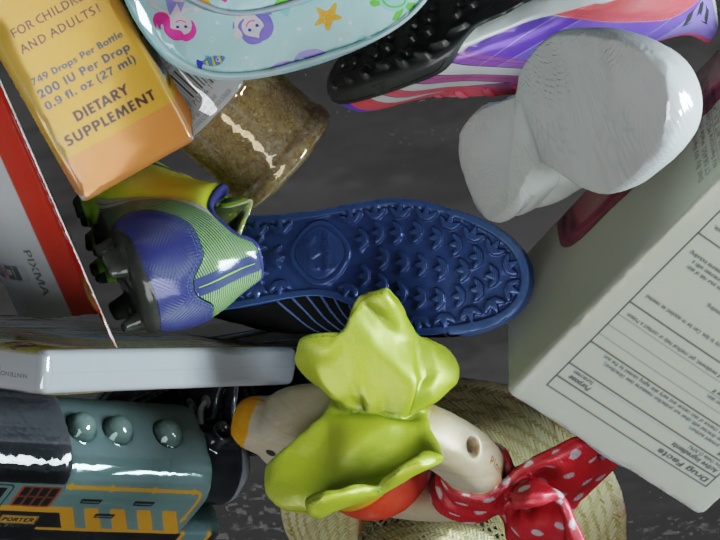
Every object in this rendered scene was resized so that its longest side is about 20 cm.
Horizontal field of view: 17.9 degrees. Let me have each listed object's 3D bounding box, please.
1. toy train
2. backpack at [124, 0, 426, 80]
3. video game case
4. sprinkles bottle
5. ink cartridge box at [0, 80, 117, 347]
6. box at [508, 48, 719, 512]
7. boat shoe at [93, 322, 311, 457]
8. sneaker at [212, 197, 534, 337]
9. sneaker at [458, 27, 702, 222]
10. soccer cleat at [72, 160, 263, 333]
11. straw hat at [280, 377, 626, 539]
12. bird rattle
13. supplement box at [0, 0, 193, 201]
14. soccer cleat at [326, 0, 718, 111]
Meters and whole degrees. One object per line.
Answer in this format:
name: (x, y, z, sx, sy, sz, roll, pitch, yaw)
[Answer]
toy train: (-0.150, 0.111, 1.164, 0.199, 0.086, 0.114, 8, 137, -37)
backpack: (-0.046, -0.190, 1.047, 0.176, 0.151, 0.201, -17, 120, -4)
video game case: (-0.162, 0.041, 1.153, 0.181, 0.199, 0.023, 5, 91, 33)
sprinkles bottle: (-0.108, -0.119, 1.148, 0.200, 0.068, 0.068, 43, 119, -11)
ink cartridge box: (-0.181, -0.049, 1.126, 0.057, 0.200, 0.163, -23, 108, -2)
box: (0.180, -0.003, 1.110, 0.127, 0.109, 0.200, 32, 121, -18)
boat shoe: (-0.066, 0.072, 1.241, 0.199, 0.068, 0.072, -15, 114, 20)
sneaker: (0.000, 0.000, 1.174, 0.199, 0.078, 0.071, 4, 87, 21)
sneaker: (0.118, -0.074, 1.056, 0.088, 0.200, 0.076, -16, 89, -21)
soccer cleat: (-0.097, -0.024, 1.138, 0.083, 0.200, 0.065, -17, 115, -9)
straw hat: (0.043, 0.160, 1.253, 0.199, 0.085, 0.202, 6, 118, 10)
bird rattle: (0.027, 0.089, 1.155, 0.162, 0.114, 0.199, -6, 158, 45)
supplement box: (-0.152, -0.137, 1.073, 0.066, 0.069, 0.201, -29, 101, 2)
soccer cleat: (0.077, -0.110, 1.115, 0.199, 0.068, 0.073, -21, 126, 24)
